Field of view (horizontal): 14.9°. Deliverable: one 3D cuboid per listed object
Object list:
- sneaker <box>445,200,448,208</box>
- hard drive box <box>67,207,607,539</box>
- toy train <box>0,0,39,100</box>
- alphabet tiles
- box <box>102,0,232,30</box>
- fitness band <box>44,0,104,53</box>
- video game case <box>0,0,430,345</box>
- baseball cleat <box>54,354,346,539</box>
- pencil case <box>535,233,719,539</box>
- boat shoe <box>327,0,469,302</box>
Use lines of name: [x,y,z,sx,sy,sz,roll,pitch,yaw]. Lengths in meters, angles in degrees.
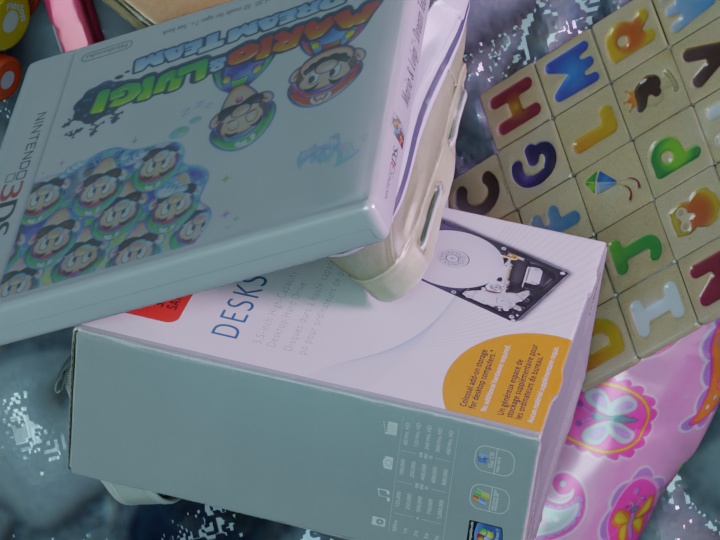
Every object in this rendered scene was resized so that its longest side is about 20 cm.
sneaker: [0.000,0.000,1.303,0.099,0.075,0.202,-7,89,-12]
hard drive box: [-0.007,0.037,1.186,0.198,0.156,0.077,12,124,9]
toy train: [-0.227,-0.164,1.340,0.150,0.056,0.201,-22,100,47]
alphabet tiles: [0.130,-0.045,1.268,0.199,0.006,0.167,-31,58,24]
box: [-0.027,-0.173,1.289,0.163,0.021,0.200,38,71,4]
fitness band: [-0.080,-0.141,1.337,0.143,0.037,0.201,-17,92,6]
video game case: [-0.070,-0.053,1.164,0.199,0.183,0.024,-15,127,20]
baseball cleat: [-0.055,0.091,1.339,0.200,0.070,0.107,37,124,-3]
pencil case: [0.112,0.082,1.301,0.087,0.087,0.201,28,98,5]
boat shoe: [0.012,-0.067,1.202,0.072,0.201,0.062,-14,127,28]
